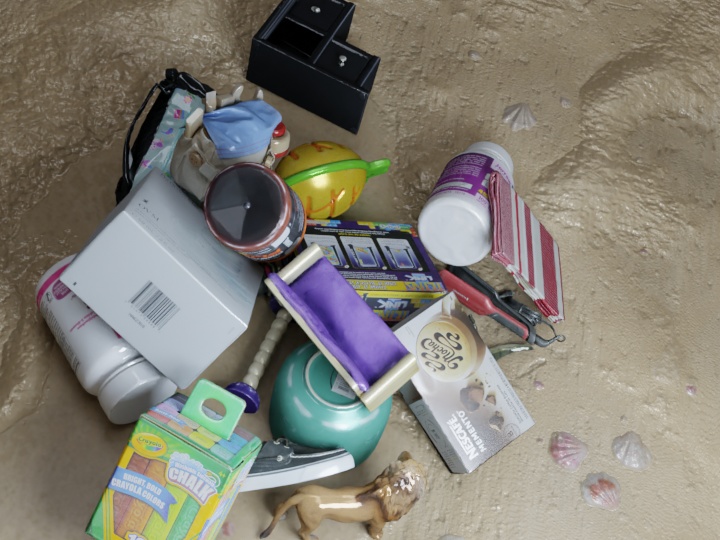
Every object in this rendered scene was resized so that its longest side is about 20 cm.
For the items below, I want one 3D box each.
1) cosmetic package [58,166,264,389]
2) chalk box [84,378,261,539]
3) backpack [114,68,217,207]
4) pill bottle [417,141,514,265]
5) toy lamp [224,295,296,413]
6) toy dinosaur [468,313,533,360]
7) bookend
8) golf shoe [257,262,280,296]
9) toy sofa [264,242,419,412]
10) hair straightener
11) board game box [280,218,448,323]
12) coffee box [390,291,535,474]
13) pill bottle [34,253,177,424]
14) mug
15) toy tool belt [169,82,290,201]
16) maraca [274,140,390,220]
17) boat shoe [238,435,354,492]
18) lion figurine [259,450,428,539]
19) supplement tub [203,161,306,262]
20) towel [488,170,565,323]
[{"bbox_3d":[-0.235,0.003,1.441,0.199,0.123,0.200,44,14,-13],"label":"cosmetic package"},{"bbox_3d":[-0.199,0.224,1.326,0.124,0.201,0.124,27,11,7],"label":"chalk box"},{"bbox_3d":[-0.261,-0.152,1.619,0.125,0.167,0.202,19,60,-5],"label":"backpack"},{"bbox_3d":[0.160,-0.104,1.693,0.111,0.113,0.201,24,40,4],"label":"pill bottle"},{"bbox_3d":[-0.118,0.092,1.542,0.058,0.058,0.201,25,55,5],"label":"toy lamp"},{"bbox_3d":[0.140,0.115,1.591,0.199,0.047,0.089,-28,83,-30],"label":"toy dinosaur"},{"bbox_3d":[-0.045,-0.346,1.836,0.199,0.092,0.199,27,54,5],"label":"bookend"},{"bbox_3d":[-0.164,-0.055,1.621,0.087,0.077,0.202,-7,57,-9],"label":"golf shoe"},{"bbox_3d":[-0.023,0.064,1.401,0.083,0.098,0.200,-39,69,-6],"label":"toy sofa"},{"bbox_3d":[0.205,0.044,1.646,0.199,0.041,0.077,30,39,21],"label":"hair straightener"},{"bbox_3d":[0.000,0.000,1.585,0.198,0.057,0.166,3,37,-22],"label":"board game box"},{"bbox_3d":[0.116,0.144,1.490,0.112,0.080,0.201,-32,91,-18],"label":"coffee box"},{"bbox_3d":[-0.316,0.084,1.465,0.113,0.114,0.201,-24,65,-26],"label":"pill bottle"},{"bbox_3d":[-0.043,0.149,1.482,0.151,0.115,0.186,-18,62,-23],"label":"mug"},{"bbox_3d":[-0.157,-0.181,1.520,0.124,0.124,0.199,33,43,24],"label":"toy tool belt"},{"bbox_3d":[-0.043,-0.128,1.649,0.199,0.136,0.108,-11,84,-47],"label":"maraca"},{"bbox_3d":[-0.108,0.230,1.406,0.198,0.069,0.057,-10,84,5],"label":"boat shoe"},{"bbox_3d":[-0.019,0.277,1.395,0.198,0.123,0.073,-10,58,-18],"label":"lion figurine"},{"bbox_3d":[-0.123,-0.067,1.453,0.106,0.200,0.108,-1,85,6],"label":"supplement tub"},{"bbox_3d":[0.234,-0.030,1.648,0.023,0.200,0.145,-18,50,28],"label":"towel"}]
